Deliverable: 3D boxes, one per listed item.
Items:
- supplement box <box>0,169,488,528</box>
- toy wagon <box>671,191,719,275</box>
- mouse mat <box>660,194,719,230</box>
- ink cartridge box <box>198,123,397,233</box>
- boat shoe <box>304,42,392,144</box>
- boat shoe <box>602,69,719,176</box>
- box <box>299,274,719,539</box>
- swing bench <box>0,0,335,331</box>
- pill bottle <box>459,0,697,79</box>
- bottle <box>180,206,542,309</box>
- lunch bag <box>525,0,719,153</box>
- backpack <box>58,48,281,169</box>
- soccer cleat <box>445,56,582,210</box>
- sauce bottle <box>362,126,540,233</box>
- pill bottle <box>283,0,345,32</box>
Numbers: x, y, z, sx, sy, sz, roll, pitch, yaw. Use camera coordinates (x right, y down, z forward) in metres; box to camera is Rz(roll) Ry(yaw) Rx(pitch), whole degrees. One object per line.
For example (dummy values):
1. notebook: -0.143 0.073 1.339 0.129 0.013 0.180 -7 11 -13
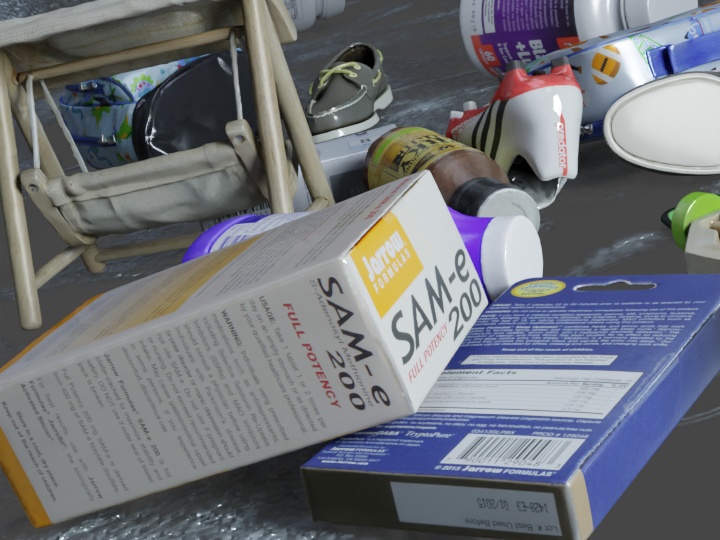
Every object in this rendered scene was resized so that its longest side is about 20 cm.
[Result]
1. supplement box: -0.056 0.035 0.668 0.199 0.074 0.126 -20 12 25
2. toy wagon: 0.257 -0.028 0.728 0.199 0.040 0.155 -21 19 -23
3. mouse mat: 0.264 -0.027 0.796 0.160 0.008 0.200 -15 16 -4
4. ink cartridge box: -0.049 -0.081 1.153 0.159 0.048 0.200 -15 19 -2
5. boat shoe: -0.016 -0.164 1.374 0.072 0.061 0.202 -9 17 14
6. boat shoe: 0.247 -0.099 0.958 0.199 0.067 0.057 -11 0 -7
7. box: 0.078 0.052 0.636 0.120 0.033 0.200 -2 22 35
8. swing bench: -0.138 -0.087 0.971 0.197 0.201 0.130 -9 17 15
9. pill bottle: 0.196 -0.231 1.339 0.199 0.112 0.111 2 23 44
10. bottle: 0.000 0.000 0.812 0.199 0.066 0.083 -4 20 30
11. lunch bag: 0.211 -0.140 1.049 0.199 0.076 0.160 -22 6 -23
12. backpack: -0.192 -0.151 1.373 0.163 0.155 0.200 -32 11 -32
13. soccer cleat: 0.102 -0.077 0.989 0.068 0.086 0.200 -5 -9 -11
14. sauce bottle: 0.057 -0.049 0.931 0.064 0.065 0.200 -18 17 -14
15. pill bottle: -0.130 -0.383 2.098 0.199 0.114 0.113 -18 17 -16
